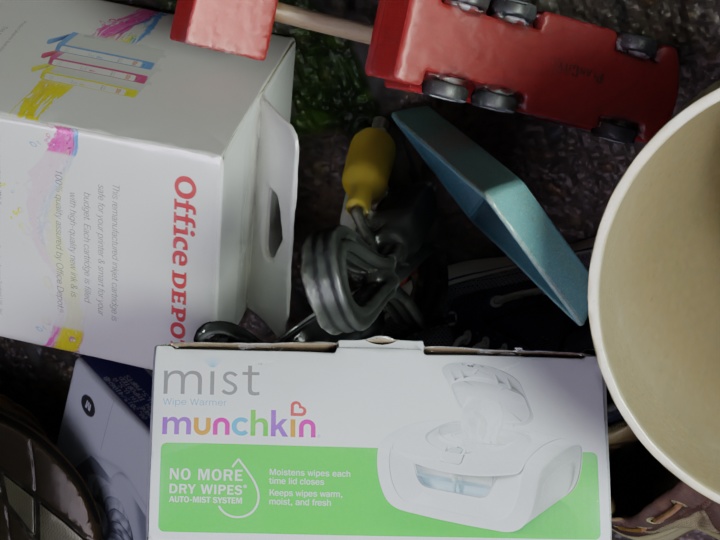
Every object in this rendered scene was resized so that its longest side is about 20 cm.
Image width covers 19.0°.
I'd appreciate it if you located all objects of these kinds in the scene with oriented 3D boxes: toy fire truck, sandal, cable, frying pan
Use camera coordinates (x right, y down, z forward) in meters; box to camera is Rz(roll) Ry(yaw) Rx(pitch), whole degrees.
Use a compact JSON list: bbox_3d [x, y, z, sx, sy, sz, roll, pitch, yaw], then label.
[{"bbox_3d":[0.029,-0.103,0.974,0.199,0.141,0.049,11,94,-28],"label":"toy fire truck"},{"bbox_3d":[-0.211,0.102,1.195,0.199,0.054,0.082,29,112,28],"label":"sandal"},{"bbox_3d":[0.000,0.000,0.983,0.050,0.200,0.098,-5,108,18],"label":"cable"},{"bbox_3d":[-0.027,0.038,1.025,0.031,0.115,0.190,50,164,13],"label":"frying pan"}]

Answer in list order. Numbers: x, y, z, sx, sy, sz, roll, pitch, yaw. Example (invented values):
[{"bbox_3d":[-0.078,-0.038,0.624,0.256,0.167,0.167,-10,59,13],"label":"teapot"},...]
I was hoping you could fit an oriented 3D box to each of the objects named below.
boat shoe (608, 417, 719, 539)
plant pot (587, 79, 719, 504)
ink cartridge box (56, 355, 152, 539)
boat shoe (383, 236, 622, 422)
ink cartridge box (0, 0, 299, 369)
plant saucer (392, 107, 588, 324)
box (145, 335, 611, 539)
[{"bbox_3d":[0.136,0.093,1.026,0.072,0.200,0.073,20,86,-17],"label":"boat shoe"},{"bbox_3d":[0.196,-0.017,0.902,0.186,0.200,0.189,3,108,10],"label":"plant pot"},{"bbox_3d":[-0.103,0.174,1.172,0.199,0.040,0.201,41,133,31],"label":"ink cartridge box"},{"bbox_3d":[0.072,0.041,1.056,0.199,0.093,0.075,-21,114,28],"label":"boat shoe"},{"bbox_3d":[-0.120,-0.044,1.042,0.199,0.125,0.129,12,125,9],"label":"ink cartridge box"},{"bbox_3d":[0.059,-0.032,0.957,0.019,0.200,0.070,-38,107,1],"label":"plant saucer"},{"bbox_3d":[0.003,0.107,0.984,0.199,0.097,0.177,2,156,-5],"label":"box"}]
